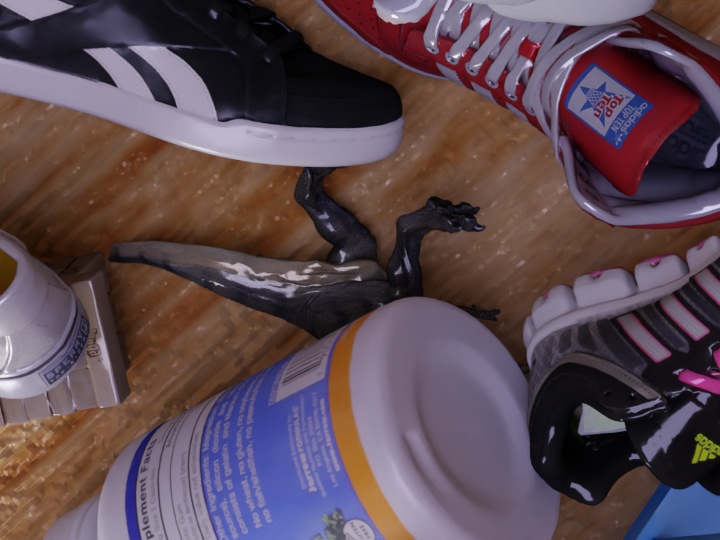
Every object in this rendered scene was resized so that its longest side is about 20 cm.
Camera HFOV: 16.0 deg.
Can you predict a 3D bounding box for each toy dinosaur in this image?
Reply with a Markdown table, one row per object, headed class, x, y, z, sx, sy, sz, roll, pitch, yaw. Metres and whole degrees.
| class | x | y | z | sx | sy | sz | roll | pitch | yaw |
| --- | --- | --- | --- | --- | --- | --- | --- | --- | --- |
| toy dinosaur | 0.000 | 0.000 | 1.018 | 0.199 | 0.047 | 0.088 | 23 | 114 | 5 |

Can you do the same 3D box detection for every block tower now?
| class | x | y | z | sx | sy | sz | roll | pitch | yaw |
| --- | --- | --- | --- | --- | --- | --- | --- | --- | --- |
| block tower | -0.191 | 0.041 | 1.050 | 0.199 | 0.058 | 0.054 | -11 | 103 | 13 |

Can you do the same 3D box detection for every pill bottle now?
| class | x | y | z | sx | sy | sz | roll | pitch | yaw |
| --- | --- | --- | --- | --- | --- | --- | --- | --- | --- |
| pill bottle | -0.031 | 0.098 | 0.997 | 0.200 | 0.112 | 0.112 | -29 | 100 | 33 |

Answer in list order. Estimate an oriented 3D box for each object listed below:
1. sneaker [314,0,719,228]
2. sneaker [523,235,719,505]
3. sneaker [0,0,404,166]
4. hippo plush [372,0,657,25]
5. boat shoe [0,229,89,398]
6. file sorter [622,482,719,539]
| class | x | y | z | sx | sy | sz | roll | pitch | yaw |
| --- | --- | --- | --- | --- | --- | --- | --- | --- | --- |
| sneaker | 0.064 | -0.079 | 0.949 | 0.199 | 0.113 | 0.071 | 25 | 107 | 1 |
| sneaker | 0.132 | 0.035 | 0.913 | 0.074 | 0.088 | 0.199 | 35 | 142 | -31 |
| sneaker | -0.073 | -0.112 | 0.981 | 0.199 | 0.073 | 0.112 | 13 | 108 | 6 |
| hippo plush | 0.061 | -0.172 | 0.864 | 0.159 | 0.200 | 0.161 | -32 | 61 | 28 |
| boat shoe | -0.199 | -0.011 | 0.996 | 0.199 | 0.070 | 0.071 | 22 | 68 | 28 |
| file sorter | 0.173 | 0.137 | 0.933 | 0.139 | 0.123 | 0.200 | 41 | 70 | -12 |
